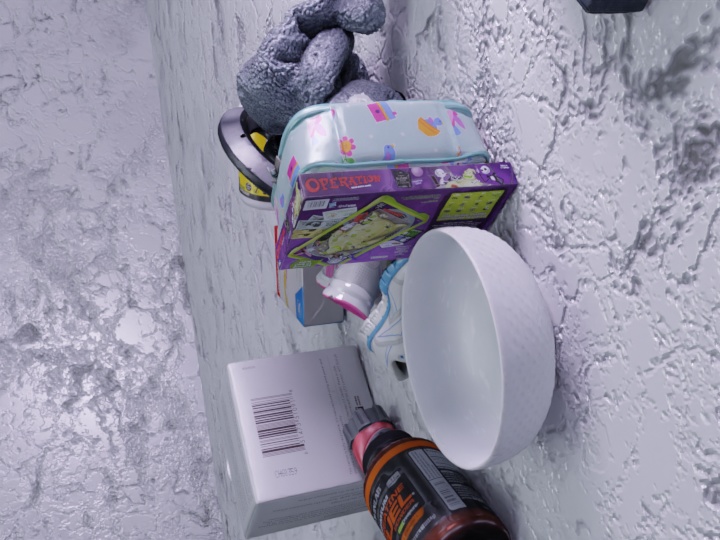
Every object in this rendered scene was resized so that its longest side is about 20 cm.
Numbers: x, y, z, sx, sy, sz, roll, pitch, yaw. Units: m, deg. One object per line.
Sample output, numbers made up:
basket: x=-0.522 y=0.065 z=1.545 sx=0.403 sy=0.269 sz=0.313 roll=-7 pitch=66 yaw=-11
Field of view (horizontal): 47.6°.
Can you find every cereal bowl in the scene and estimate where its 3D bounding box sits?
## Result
cereal bowl: x=0.108 y=0.062 z=0.706 sx=0.199 sy=0.081 sz=0.206 roll=174 pitch=90 yaw=-70

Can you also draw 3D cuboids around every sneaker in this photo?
sneaker: x=0.060 y=0.050 z=0.883 sx=0.088 sy=0.074 sz=0.202 roll=57 pitch=153 yaw=26
sneaker: x=0.000 y=0.000 z=1.016 sx=0.090 sy=0.080 sz=0.200 roll=-60 pitch=11 yaw=2

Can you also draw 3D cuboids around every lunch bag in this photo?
lunch bag: x=0.010 y=-0.082 z=0.769 sx=0.161 sy=0.195 sz=0.079 roll=113 pitch=146 yaw=-57

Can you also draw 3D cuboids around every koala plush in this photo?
koala plush: x=-0.020 y=-0.175 z=0.901 sx=0.202 sy=0.181 sz=0.179 roll=54 pitch=159 yaw=21

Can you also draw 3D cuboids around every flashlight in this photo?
flashlight: x=0.043 y=0.257 z=0.991 sx=0.201 sy=0.066 sz=0.069 roll=55 pitch=143 yaw=45

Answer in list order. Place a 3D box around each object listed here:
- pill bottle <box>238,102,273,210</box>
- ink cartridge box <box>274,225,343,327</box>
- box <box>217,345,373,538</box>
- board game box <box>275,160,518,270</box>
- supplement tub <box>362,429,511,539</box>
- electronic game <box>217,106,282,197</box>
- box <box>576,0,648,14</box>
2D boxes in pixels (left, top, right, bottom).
pill bottle: x=-0.135 y=-0.206 z=1.269 sx=0.113 sy=0.110 sz=0.205 roll=-130 pitch=38 yaw=-57
ink cartridge box: x=-0.087 y=-0.003 z=1.261 sx=0.200 sy=0.066 sz=0.119 roll=-143 pitch=50 yaw=-65
box: x=-0.081 y=0.232 z=1.126 sx=0.132 sy=0.195 sz=0.203 roll=115 pitch=143 yaw=-52
board game box: x=0.029 y=-0.047 z=0.724 sx=0.121 sy=0.195 sz=0.033 roll=114 pitch=145 yaw=-53
supplement tub: x=0.067 y=0.246 z=0.847 sx=0.200 sy=0.104 sz=0.110 roll=-138 pitch=45 yaw=-62
electronic game: x=-0.081 y=-0.129 z=0.978 sx=0.042 sy=0.197 sz=0.202 roll=-54 pitch=41 yaw=27
box: x=0.159 y=-0.290 z=0.499 sx=0.202 sy=0.050 sz=0.160 roll=107 pitch=151 yaw=-49
